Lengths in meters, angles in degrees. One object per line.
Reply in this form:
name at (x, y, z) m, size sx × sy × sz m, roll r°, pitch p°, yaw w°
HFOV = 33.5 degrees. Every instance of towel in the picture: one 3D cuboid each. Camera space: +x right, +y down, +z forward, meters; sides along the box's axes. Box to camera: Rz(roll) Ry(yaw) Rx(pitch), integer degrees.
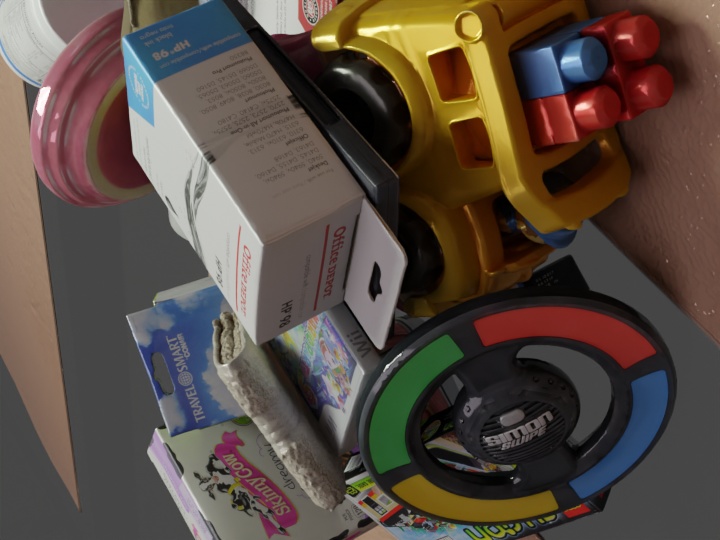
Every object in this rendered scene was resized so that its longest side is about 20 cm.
towel at (-0.061, 0.093, 0.893) m, size 0.133 × 0.034 × 0.200 m, roll 54°, pitch 180°, yaw -13°

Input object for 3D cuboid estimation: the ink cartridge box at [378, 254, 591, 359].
ink cartridge box at (0.071, 0.048, 0.843) m, size 0.039 × 0.099 × 0.200 m, roll 61°, pitch 153°, yaw 5°

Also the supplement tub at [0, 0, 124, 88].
supplement tub at (-0.290, -0.260, 1.223) m, size 0.200 × 0.132 × 0.132 m, roll -2°, pitch 110°, yaw 61°

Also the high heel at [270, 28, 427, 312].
high heel at (-0.019, -0.061, 0.790) m, size 0.096 × 0.067 × 0.200 m, roll -9°, pitch 112°, yaw 46°

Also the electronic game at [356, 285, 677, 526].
electronic game at (0.096, 0.089, 0.737) m, size 0.042 × 0.200 × 0.200 m, roll -101°, pitch 8°, yaw -50°

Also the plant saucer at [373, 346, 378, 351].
plant saucer at (0.000, 0.000, 0.901) m, size 0.200 × 0.032 × 0.201 m, roll -164°, pitch 90°, yaw -78°

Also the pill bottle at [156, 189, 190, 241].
pill bottle at (-0.136, -0.123, 1.070) m, size 0.113 × 0.113 × 0.200 m, roll 46°, pitch 147°, yaw 34°

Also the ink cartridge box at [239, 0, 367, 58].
ink cartridge box at (-0.042, -0.198, 0.866) m, size 0.200 × 0.083 × 0.147 m, roll 45°, pitch 146°, yaw 36°

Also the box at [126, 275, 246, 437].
box at (-0.086, 0.056, 1.032) m, size 0.048 × 0.200 × 0.122 m, roll -106°, pitch -1°, yaw -77°

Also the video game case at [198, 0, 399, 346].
video game case at (-0.039, -0.066, 0.730) m, size 0.200 × 0.019 × 0.143 m, roll 49°, pitch 156°, yaw 32°

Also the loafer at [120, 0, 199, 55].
loafer at (-0.135, -0.195, 0.869) m, size 0.067 × 0.076 × 0.200 m, roll 56°, pitch 161°, yaw 17°

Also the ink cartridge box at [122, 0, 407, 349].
ink cartridge box at (-0.060, -0.041, 0.687) m, size 0.200 × 0.067 × 0.116 m, roll 55°, pitch 158°, yaw 23°

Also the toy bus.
toy bus at (0.091, -0.077, 0.693) m, size 0.192 × 0.136 × 0.200 m, roll 1°, pitch 116°, yaw 44°

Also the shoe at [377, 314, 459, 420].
shoe at (0.047, 0.141, 0.973) m, size 0.200 × 0.091 × 0.071 m, roll 63°, pitch 154°, yaw 6°

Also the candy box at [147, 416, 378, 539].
candy box at (-0.068, 0.184, 1.101) m, size 0.168 × 0.200 × 0.072 m, roll 58°, pitch 153°, yaw 14°

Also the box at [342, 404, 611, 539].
box at (0.079, 0.156, 0.887) m, size 0.110 × 0.035 × 0.200 m, roll 41°, pitch 140°, yaw -11°

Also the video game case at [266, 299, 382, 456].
video game case at (-0.053, 0.016, 0.808) m, size 0.200 × 0.018 × 0.143 m, roll 56°, pitch 157°, yaw 21°

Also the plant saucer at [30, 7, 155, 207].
plant saucer at (-0.210, -0.142, 1.105) m, size 0.051 × 0.200 × 0.201 m, roll 33°, pitch 141°, yaw 26°
